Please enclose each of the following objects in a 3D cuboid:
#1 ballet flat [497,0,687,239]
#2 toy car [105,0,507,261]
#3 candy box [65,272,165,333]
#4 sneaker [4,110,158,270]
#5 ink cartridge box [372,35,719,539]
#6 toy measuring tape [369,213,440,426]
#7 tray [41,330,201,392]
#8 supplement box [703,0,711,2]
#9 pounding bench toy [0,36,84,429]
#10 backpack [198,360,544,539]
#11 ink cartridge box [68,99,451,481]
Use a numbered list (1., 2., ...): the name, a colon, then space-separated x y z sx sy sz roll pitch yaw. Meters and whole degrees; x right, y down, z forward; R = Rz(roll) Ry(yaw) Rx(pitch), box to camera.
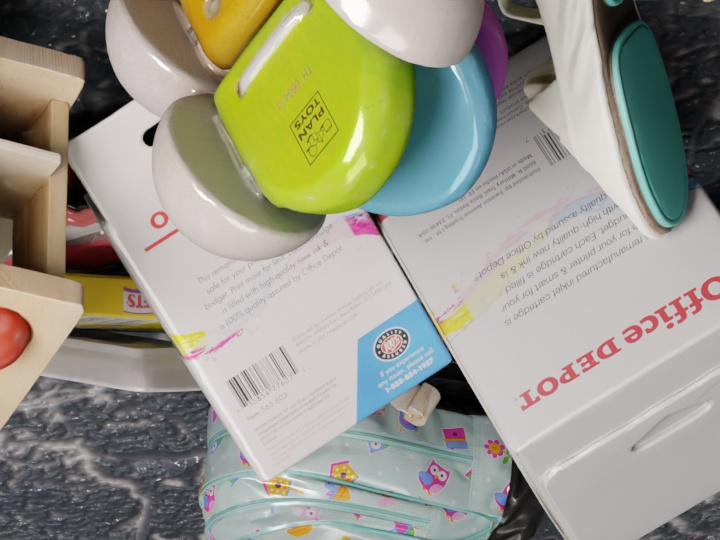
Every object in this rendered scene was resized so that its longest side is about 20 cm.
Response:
1. ballet flat: 0.098 -0.110 1.124 0.069 0.070 0.202 -12 107 13
2. toy car: -0.007 -0.102 1.070 0.149 0.201 0.175 15 128 -38
3. candy box: -0.105 0.019 1.336 0.199 0.027 0.102 4 176 -38
4. sneaker: -0.170 -0.021 1.291 0.198 0.074 0.087 -10 149 9
5. ink cartridge box: 0.112 0.012 1.225 0.145 0.201 0.145 -30 144 3
6. toy measuring tape: 0.000 0.000 1.309 0.073 0.074 0.200 -24 115 29
7. tray: -0.171 0.043 1.357 0.199 0.022 0.107 7 -176 28
8. supplement box: 0.174 -0.219 0.966 0.130 0.104 0.200 -19 148 -1
9. pounding bench toy: -0.219 0.006 1.146 0.123 0.157 0.200 13 142 -24
10. backpack: 0.001 0.128 1.500 0.198 0.128 0.167 13 148 -19
11. ink cartridge box: -0.056 -0.013 1.217 0.115 0.068 0.201 -32 110 -6
